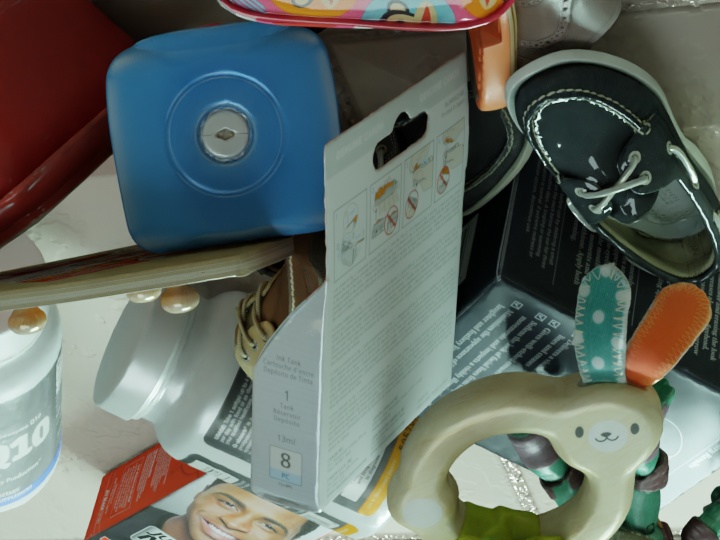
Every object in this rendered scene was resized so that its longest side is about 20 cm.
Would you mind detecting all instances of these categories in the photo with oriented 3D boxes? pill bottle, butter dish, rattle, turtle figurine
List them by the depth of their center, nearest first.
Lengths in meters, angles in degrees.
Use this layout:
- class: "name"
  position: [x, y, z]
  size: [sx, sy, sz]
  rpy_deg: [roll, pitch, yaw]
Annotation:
- class: "rattle"
  position: [0.100, 0.109, 1.114]
  size: [0.130, 0.143, 0.200]
  rpy_deg: [45, 119, -9]
- class: "butter dish"
  position: [-0.220, -0.092, 1.199]
  size: [0.199, 0.200, 0.148]
  rpy_deg: [-31, 103, 42]
- class: "turtle figurine"
  position: [0.157, 0.151, 1.262]
  size: [0.148, 0.101, 0.201]
  rpy_deg: [-15, 125, 13]
- class: "pill bottle"
  position: [-0.061, 0.082, 1.399]
  size: [0.199, 0.117, 0.116]
  rpy_deg: [26, 141, -16]
- class: "pill bottle"
  position: [-0.250, 0.063, 1.432]
  size: [0.113, 0.115, 0.201]
  rpy_deg: [12, 143, 1]

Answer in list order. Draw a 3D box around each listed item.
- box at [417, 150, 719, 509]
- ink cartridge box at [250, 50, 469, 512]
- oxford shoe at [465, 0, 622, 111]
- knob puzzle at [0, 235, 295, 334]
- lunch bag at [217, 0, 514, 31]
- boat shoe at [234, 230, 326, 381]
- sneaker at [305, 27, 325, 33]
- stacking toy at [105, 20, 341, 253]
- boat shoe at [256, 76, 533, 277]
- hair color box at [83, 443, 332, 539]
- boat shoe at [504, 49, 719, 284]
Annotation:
- class: "box"
  position: [0.132, 0.040, 1.295]
  size: [0.199, 0.108, 0.148]
  rpy_deg: [27, 140, -17]
- class: "ink cartridge box"
  position: [0.000, 0.000, 1.136]
  size: [0.047, 0.160, 0.202]
  rpy_deg: [13, 118, 24]
- class: "oxford shoe"
  position: [0.094, -0.158, 1.099]
  size: [0.072, 0.072, 0.201]
  rpy_deg: [-5, 149, -5]
- class: "knob puzzle"
  position: [-0.119, 0.009, 1.125]
  size: [0.218, 0.219, 0.031]
  rpy_deg: [-7, 95, 24]
- class: "lunch bag"
  position: [-0.011, -0.207, 0.971]
  size: [0.174, 0.082, 0.202]
  rpy_deg: [1, 113, -4]
- class: "boat shoe"
  position: [-0.037, 0.042, 1.258]
  size: [0.073, 0.076, 0.201]
  rpy_deg: [4, 142, 5]
- class: "sneaker"
  position: [-0.027, -0.190, 1.076]
  size: [0.078, 0.076, 0.201]
  rpy_deg: [1, 141, 12]
- class: "stacking toy"
  position: [-0.069, -0.075, 1.186]
  size: [0.115, 0.111, 0.200]
  rpy_deg: [-8, -176, -1]
- class: "boat shoe"
  position: [0.017, -0.047, 1.237]
  size: [0.199, 0.068, 0.072]
  rpy_deg: [-26, 95, 39]
- class: "hair color box"
  position: [-0.097, 0.160, 1.554]
  size: [0.101, 0.062, 0.199]
  rpy_deg: [34, 137, -24]
- class: "boat shoe"
  position: [0.143, -0.052, 1.170]
  size: [0.075, 0.061, 0.199]
  rpy_deg: [-27, 146, 27]
